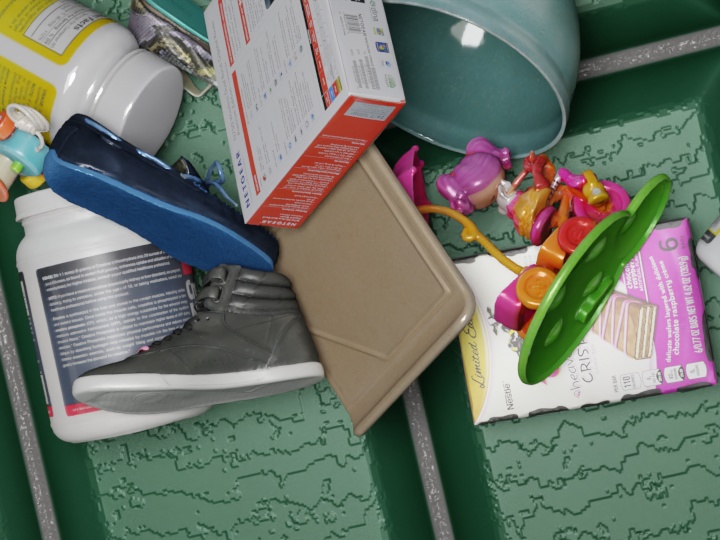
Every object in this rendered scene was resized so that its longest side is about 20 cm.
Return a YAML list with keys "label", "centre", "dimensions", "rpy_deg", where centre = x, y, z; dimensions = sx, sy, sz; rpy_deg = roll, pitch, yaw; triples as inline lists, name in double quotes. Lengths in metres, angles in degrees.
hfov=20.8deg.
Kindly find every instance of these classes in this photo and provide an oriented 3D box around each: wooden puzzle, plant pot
- label: "wooden puzzle"
  centre: [0.000, 0.000, 1.509]
  dimensions: [0.201, 0.037, 0.185]
  rpy_deg: [60, 138, 19]
- label: "plant pot"
  centre: [0.089, -0.199, 1.535]
  dimensions: [0.199, 0.201, 0.135]
  rpy_deg: [22, 67, 7]

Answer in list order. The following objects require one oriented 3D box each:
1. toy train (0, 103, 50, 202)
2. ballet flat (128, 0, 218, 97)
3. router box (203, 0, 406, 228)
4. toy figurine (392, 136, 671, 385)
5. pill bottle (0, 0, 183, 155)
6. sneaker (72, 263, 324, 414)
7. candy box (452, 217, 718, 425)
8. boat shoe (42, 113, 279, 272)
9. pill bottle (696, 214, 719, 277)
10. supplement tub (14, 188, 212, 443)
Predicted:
- label: "toy train"
  centre: [-0.330, -0.120, 1.565]
  dimensions: [0.199, 0.150, 0.056]
  rpy_deg: [27, 74, 20]
- label: "ballet flat"
  centre: [-0.107, -0.163, 1.619]
  dimensions: [0.199, 0.072, 0.072]
  rpy_deg: [32, 95, 6]
- label: "router box"
  centre: [-0.047, -0.164, 1.479]
  dimensions: [0.048, 0.180, 0.202]
  rpy_deg: [4, 60, -30]
- label: "toy figurine"
  centre: [0.110, -0.042, 1.511]
  dimensions: [0.183, 0.151, 0.200]
  rpy_deg: [33, 68, 20]
- label: "pill bottle"
  centre: [-0.251, -0.165, 1.593]
  dimensions: [0.199, 0.114, 0.115]
  rpy_deg: [29, 95, 15]
- label: "sneaker"
  centre: [-0.131, 0.051, 1.514]
  dimensions: [0.198, 0.071, 0.100]
  rpy_deg: [-6, 74, -21]
- label: "candy box"
  centre: [0.178, 0.041, 1.580]
  dimensions: [0.198, 0.061, 0.138]
  rpy_deg: [-11, 89, 9]
- label: "boat shoe"
  centre: [-0.144, -0.062, 1.515]
  dimensions: [0.199, 0.084, 0.069]
  rpy_deg: [31, 54, -25]
- label: "pill bottle"
  centre: [0.362, -0.057, 1.527]
  dimensions: [0.112, 0.112, 0.200]
  rpy_deg: [40, 96, 5]
- label: "supplement tub"
  centre: [-0.200, 0.029, 1.591]
  dimensions: [0.139, 0.140, 0.202]
  rpy_deg: [-12, 90, 8]
